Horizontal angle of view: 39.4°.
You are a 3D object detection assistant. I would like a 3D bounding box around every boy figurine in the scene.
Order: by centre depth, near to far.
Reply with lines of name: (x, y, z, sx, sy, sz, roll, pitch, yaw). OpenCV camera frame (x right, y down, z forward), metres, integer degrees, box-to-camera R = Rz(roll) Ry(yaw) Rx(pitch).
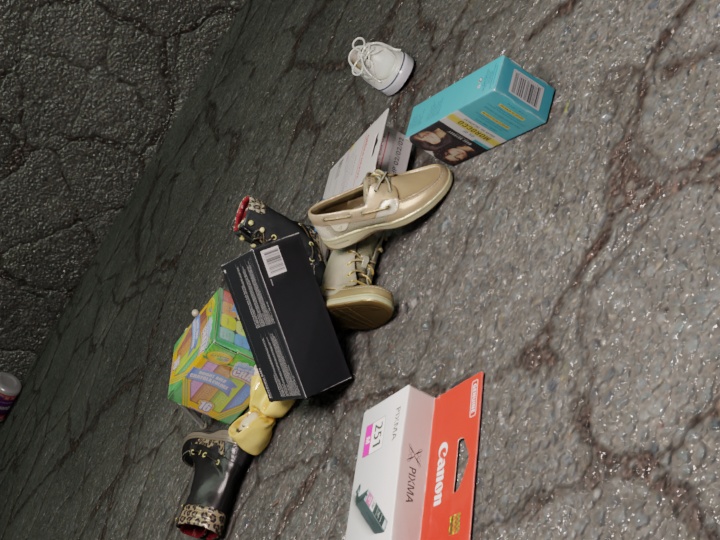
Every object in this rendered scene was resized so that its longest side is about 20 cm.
boy figurine: (-0.131, 0.167, 1.469, 0.124, 0.064, 0.202, 14, 76, 58)

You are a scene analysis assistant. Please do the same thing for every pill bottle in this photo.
pill bottle: (-1.354, 0.486, 3.755, 0.201, 0.111, 0.113, -55, 24, 21)

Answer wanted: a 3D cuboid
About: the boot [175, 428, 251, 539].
boot: (-0.237, 0.325, 1.522, 0.199, 0.073, 0.153, -19, 46, 51)

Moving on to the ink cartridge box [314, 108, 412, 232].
ink cartridge box: (0.012, -0.131, 1.450, 0.200, 0.067, 0.117, -40, 32, 56)

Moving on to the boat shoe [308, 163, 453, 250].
boat shoe: (0.025, -0.095, 1.324, 0.198, 0.065, 0.073, -23, 35, 17)

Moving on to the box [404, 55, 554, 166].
box: (0.141, -0.191, 1.234, 0.199, 0.081, 0.050, -20, 48, 60)

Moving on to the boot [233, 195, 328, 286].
boot: (-0.122, -0.022, 1.536, 0.074, 0.152, 0.205, -49, 26, 29)

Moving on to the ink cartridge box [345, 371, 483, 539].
ink cartridge box: (0.053, 0.213, 1.043, 0.173, 0.043, 0.202, -40, 32, 47)

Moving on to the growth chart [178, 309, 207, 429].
growth chart: (-0.279, 0.168, 1.737, 0.017, 0.146, 0.202, -8, 48, 14)

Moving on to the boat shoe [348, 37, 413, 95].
boat shoe: (0.021, -0.348, 1.665, 0.075, 0.085, 0.202, -59, 22, 8)

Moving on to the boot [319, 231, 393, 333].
boot: (0.000, 0.000, 1.358, 0.199, 0.071, 0.157, -17, 48, 61)

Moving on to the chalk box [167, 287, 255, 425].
chalk box: (-0.204, 0.124, 1.596, 0.200, 0.123, 0.125, -49, 26, 31)

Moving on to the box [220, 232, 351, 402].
box: (-0.102, 0.066, 1.342, 0.141, 0.078, 0.203, -18, 92, 61)
